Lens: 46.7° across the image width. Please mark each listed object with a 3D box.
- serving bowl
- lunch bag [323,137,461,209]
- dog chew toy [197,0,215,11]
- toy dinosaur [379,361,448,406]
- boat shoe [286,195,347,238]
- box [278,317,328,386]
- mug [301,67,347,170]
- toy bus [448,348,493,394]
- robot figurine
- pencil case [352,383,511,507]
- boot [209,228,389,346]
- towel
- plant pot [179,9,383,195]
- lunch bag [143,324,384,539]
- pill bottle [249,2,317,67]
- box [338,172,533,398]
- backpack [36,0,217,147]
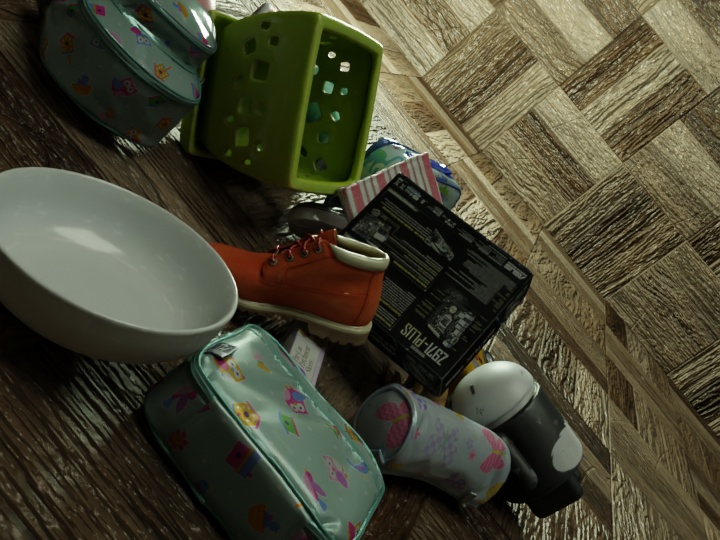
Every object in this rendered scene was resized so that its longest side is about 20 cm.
[{"bbox_3d":[-0.195,0.006,0.625,0.200,0.066,0.200,28,20,-11],"label":"serving bowl"},{"bbox_3d":[0.052,-0.109,1.257,0.200,0.161,0.083,11,36,-53],"label":"lunch bag"},{"bbox_3d":[-0.287,-0.364,1.062,0.200,0.125,0.125,29,27,-29],"label":"dog chew toy"},{"bbox_3d":[0.083,0.144,1.000,0.106,0.060,0.201,6,69,-19],"label":"toy dinosaur"},{"bbox_3d":[-0.020,-0.071,1.123,0.200,0.072,0.071,12,71,-46],"label":"boat shoe"},{"bbox_3d":[-0.060,0.077,0.864,0.041,0.039,0.200,44,20,-11],"label":"box"},{"bbox_3d":[-0.058,-0.199,1.203,0.115,0.152,0.185,63,20,12],"label":"mug"},{"bbox_3d":[0.113,0.096,1.127,0.200,0.065,0.078,55,28,-22],"label":"toy bus"},{"bbox_3d":[0.197,0.212,1.055,0.200,0.125,0.150,54,-22,-4],"label":"robot figurine"},{"bbox_3d":[0.079,0.192,0.897,0.083,0.091,0.200,12,-16,46],"label":"pencil case"},{"bbox_3d":[-0.070,-0.005,0.834,0.199,0.107,0.075,17,25,-11],"label":"boot"},{"bbox_3d":[0.049,-0.065,1.103,0.200,0.030,0.147,-29,107,-46],"label":"towel"},{"bbox_3d":[-0.102,-0.209,1.021,0.181,0.201,0.199,15,9,22],"label":"plant pot"},{"bbox_3d":[-0.071,0.136,0.672,0.200,0.077,0.160,51,19,4],"label":"lunch bag"},{"bbox_3d":[-0.118,-0.323,1.355,0.200,0.114,0.114,42,21,-21],"label":"pill bottle"},{"bbox_3d":[0.067,0.015,0.959,0.200,0.164,0.086,38,-17,16],"label":"box"},{"bbox_3d":[-0.243,-0.238,0.879,0.176,0.153,0.200,39,29,-42],"label":"backpack"}]
